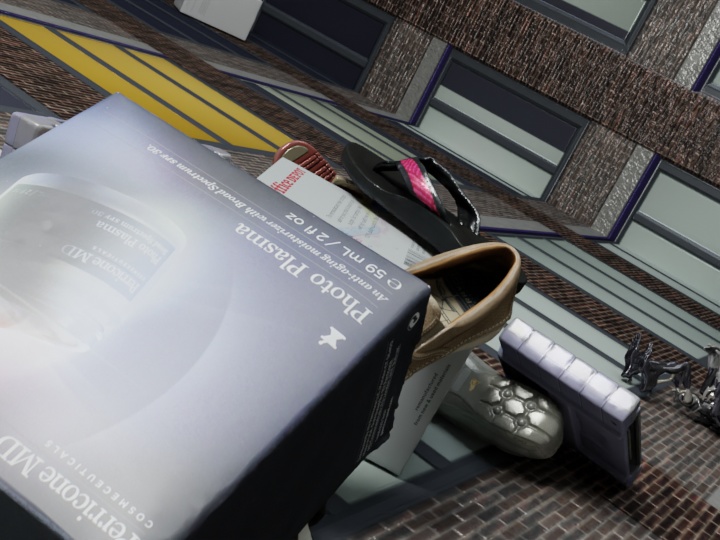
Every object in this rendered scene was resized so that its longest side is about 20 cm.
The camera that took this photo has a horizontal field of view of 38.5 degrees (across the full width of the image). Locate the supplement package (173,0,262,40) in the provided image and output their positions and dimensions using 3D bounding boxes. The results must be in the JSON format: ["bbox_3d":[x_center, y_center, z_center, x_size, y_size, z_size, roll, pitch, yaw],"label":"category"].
[{"bbox_3d":[-0.392,-0.734,2.831,0.199,0.122,0.120,20,15,-26],"label":"supplement package"}]

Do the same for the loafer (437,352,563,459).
[{"bbox_3d":[0.087,0.105,0.910,0.200,0.070,0.070,33,-21,28],"label":"loafer"}]

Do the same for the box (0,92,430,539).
[{"bbox_3d":[-0.108,0.047,0.466,0.200,0.124,0.198,31,48,18],"label":"box"}]

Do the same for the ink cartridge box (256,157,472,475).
[{"bbox_3d":[-0.018,0.028,0.797,0.199,0.145,0.145,29,16,0],"label":"ink cartridge box"}]

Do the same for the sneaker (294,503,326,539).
[{"bbox_3d":[-0.059,0.115,0.610,0.088,0.076,0.200,40,17,-10],"label":"sneaker"}]

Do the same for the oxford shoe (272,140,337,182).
[{"bbox_3d":[-0.046,-0.042,1.016,0.075,0.070,0.201,35,-29,55],"label":"oxford shoe"}]

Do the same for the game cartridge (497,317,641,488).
[{"bbox_3d":[0.186,0.121,0.907,0.129,0.038,0.200,30,-15,27],"label":"game cartridge"}]

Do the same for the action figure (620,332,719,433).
[{"bbox_3d":[0.444,0.145,1.318,0.199,0.102,0.119,25,3,-3],"label":"action figure"}]

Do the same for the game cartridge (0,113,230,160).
[{"bbox_3d":[-0.180,-0.036,0.733,0.038,0.130,0.200,29,13,26],"label":"game cartridge"}]

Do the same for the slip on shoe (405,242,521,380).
[{"bbox_3d":[0.024,0.031,0.636,0.199,0.061,0.076,-14,58,-35],"label":"slip on shoe"}]

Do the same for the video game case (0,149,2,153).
[{"bbox_3d":[-0.331,-0.060,0.676,0.143,0.018,0.200,36,36,29],"label":"video game case"}]

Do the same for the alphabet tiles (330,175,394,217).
[{"bbox_3d":[0.000,0.000,0.915,0.199,0.167,0.006,23,40,-18],"label":"alphabet tiles"}]

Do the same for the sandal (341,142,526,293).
[{"bbox_3d":[0.061,-0.053,0.799,0.075,0.045,0.200,6,28,-46],"label":"sandal"}]
